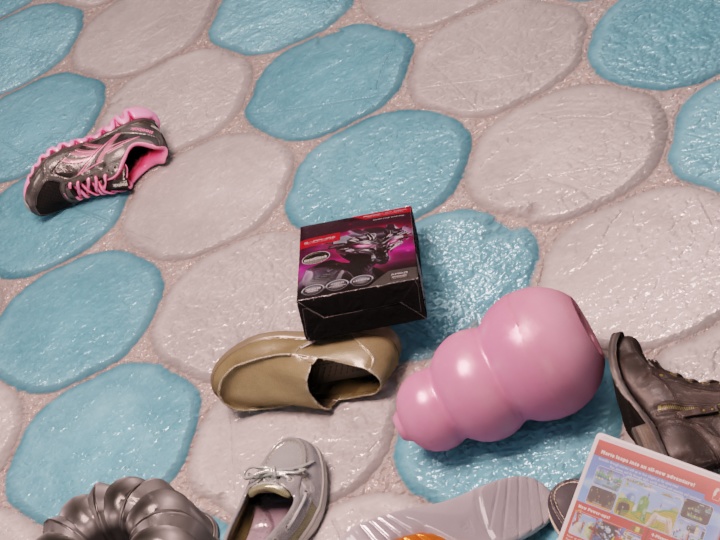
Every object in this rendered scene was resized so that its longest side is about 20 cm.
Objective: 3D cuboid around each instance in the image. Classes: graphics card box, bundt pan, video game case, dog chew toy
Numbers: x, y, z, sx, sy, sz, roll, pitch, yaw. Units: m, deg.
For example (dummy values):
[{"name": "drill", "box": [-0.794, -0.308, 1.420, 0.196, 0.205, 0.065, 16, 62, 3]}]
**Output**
[{"name": "graphics card box", "box": [0.000, 0.000, 1.763, 0.125, 0.051, 0.200, -10, 24, 4]}, {"name": "bundt pan", "box": [-0.232, 0.273, 1.622, 0.202, 0.076, 0.202, -16, 39, 13]}, {"name": "video game case", "box": [0.211, 0.242, 1.362, 0.143, 0.017, 0.200, 17, 85, 45]}, {"name": "dog chew toy", "box": [0.122, 0.100, 1.583, 0.200, 0.125, 0.125, -30, 37, 11]}]

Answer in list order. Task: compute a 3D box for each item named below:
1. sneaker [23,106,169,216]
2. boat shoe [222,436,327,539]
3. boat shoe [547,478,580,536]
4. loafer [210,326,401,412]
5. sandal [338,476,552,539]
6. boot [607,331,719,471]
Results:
[{"name": "sneaker", "box": [-0.325, -0.123, 2.144, 0.200, 0.079, 0.095, -34, 50, -6]}, {"name": "boat shoe", "box": [-0.087, 0.229, 1.594, 0.074, 0.065, 0.202, -1, 44, 29]}, {"name": "boat shoe", "box": [0.224, 0.218, 1.422, 0.073, 0.063, 0.200, -38, 41, -14]}, {"name": "loafer", "box": [-0.058, 0.101, 1.715, 0.200, 0.076, 0.067, -16, 33, 14]}, {"name": "sandal", "box": [0.076, 0.243, 1.496, 0.206, 0.059, 0.079, -16, 51, -19]}, {"name": "boot", "box": [0.316, 0.111, 1.503, 0.174, 0.069, 0.200, -17, 42, 4]}]
